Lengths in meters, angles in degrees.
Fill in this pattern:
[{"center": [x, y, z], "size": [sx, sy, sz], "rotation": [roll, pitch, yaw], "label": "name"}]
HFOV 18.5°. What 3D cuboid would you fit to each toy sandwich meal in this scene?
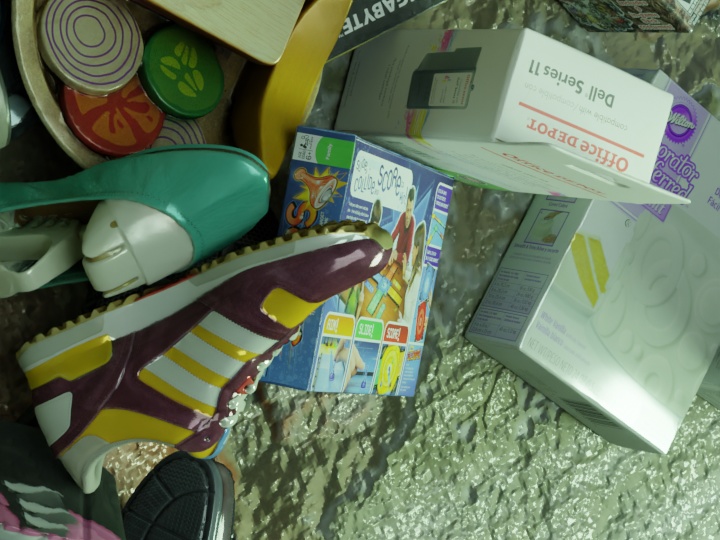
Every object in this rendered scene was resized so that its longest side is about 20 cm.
[{"center": [-0.082, -0.133, 1.130], "size": [0.205, 0.070, 0.205], "rotation": [1, 89, -34], "label": "toy sandwich meal"}]

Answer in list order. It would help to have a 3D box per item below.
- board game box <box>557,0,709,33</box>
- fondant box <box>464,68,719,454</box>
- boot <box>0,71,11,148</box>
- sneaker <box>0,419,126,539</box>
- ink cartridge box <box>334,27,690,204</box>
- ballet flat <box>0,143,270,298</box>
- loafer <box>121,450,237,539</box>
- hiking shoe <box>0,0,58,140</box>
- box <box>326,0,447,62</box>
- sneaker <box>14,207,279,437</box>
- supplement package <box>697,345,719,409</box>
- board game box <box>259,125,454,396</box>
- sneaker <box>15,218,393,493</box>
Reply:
[{"center": [0.145, -0.263, 1.318], "size": [0.200, 0.097, 0.160], "rotation": [40, 74, -31], "label": "board game box"}, {"center": [0.172, -0.006, 1.390], "size": [0.144, 0.058, 0.200], "rotation": [35, 75, -31], "label": "fondant box"}, {"center": [-0.270, -0.112, 1.031], "size": [0.154, 0.073, 0.204], "rotation": [-28, 71, -25], "label": "boot"}, {"center": [-0.218, 0.125, 1.116], "size": [0.200, 0.080, 0.086], "rotation": [14, 126, -9], "label": "sneaker"}, {"center": [0.090, -0.087, 1.238], "size": [0.117, 0.200, 0.067], "rotation": [19, 85, -34], "label": "ink cartridge box"}, {"center": [-0.137, -0.014, 1.099], "size": [0.067, 0.200, 0.070], "rotation": [62, 34, -37], "label": "ballet flat"}, {"center": [-0.110, 0.197, 1.227], "size": [0.063, 0.072, 0.200], "rotation": [16, 92, -54], "label": "loafer"}, {"center": [-0.241, -0.069, 1.105], "size": [0.200, 0.074, 0.087], "rotation": [-46, 109, -31], "label": "hiking shoe"}, {"center": [-0.059, -0.185, 1.220], "size": [0.200, 0.049, 0.160], "rotation": [-29, 109, -28], "label": "box"}, {"center": [-0.134, 0.018, 1.181], "size": [0.199, 0.076, 0.114], "rotation": [-43, 100, -10], "label": "sneaker"}, {"center": [0.342, 0.048, 1.423], "size": [0.151, 0.200, 0.152], "rotation": [33, 78, -32], "label": "supplement package"}, {"center": [0.000, 0.000, 1.219], "size": [0.200, 0.034, 0.135], "rotation": [15, 86, -72], "label": "board game box"}, {"center": [-0.067, 0.042, 1.096], "size": [0.200, 0.075, 0.090], "rotation": [-22, 90, 13], "label": "sneaker"}]
